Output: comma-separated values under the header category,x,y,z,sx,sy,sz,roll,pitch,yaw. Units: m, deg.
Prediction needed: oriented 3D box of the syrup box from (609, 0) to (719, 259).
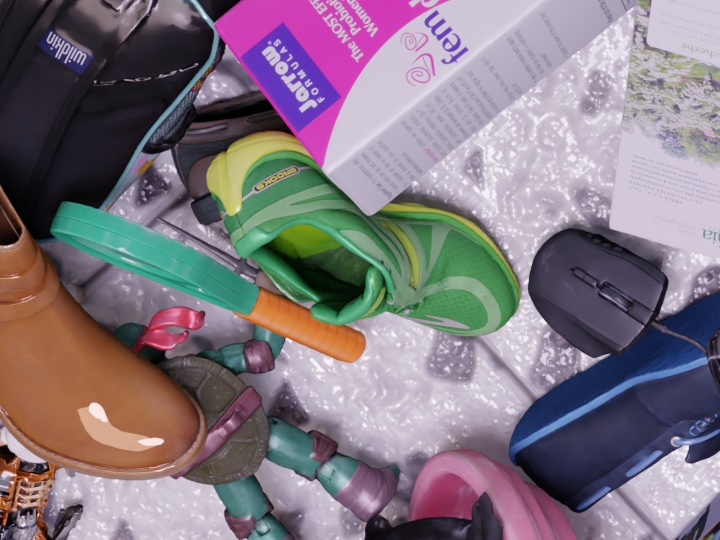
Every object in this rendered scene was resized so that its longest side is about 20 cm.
category,x,y,z,sx,sy,sz,roll,pitch,yaw
syrup box,0.178,-0.104,1.422,0.079,0.082,0.200,17,136,15

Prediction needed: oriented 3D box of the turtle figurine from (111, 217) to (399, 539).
category,x,y,z,sx,sy,sz,roll,pitch,yaw
turtle figurine,-0.080,0.079,1.592,0.150,0.101,0.200,-37,103,26

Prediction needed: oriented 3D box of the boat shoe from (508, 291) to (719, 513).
category,x,y,z,sx,sy,sz,roll,pitch,yaw
boat shoe,0.172,0.066,1.535,0.200,0.084,0.069,-28,108,39

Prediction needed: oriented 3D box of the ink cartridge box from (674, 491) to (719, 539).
category,x,y,z,sx,sy,sz,roll,pitch,yaw
ink cartridge box,0.207,0.140,1.516,0.042,0.119,0.200,39,114,-7

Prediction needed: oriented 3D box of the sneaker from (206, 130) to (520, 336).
category,x,y,z,sx,sy,sz,roll,pitch,yaw
sneaker,0.000,0.000,1.513,0.200,0.084,0.074,24,134,-35

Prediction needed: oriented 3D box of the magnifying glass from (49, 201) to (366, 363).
category,x,y,z,sx,sy,sz,roll,pitch,yaw
magnifying glass,-0.075,0.007,1.501,0.079,0.200,0.022,12,78,50

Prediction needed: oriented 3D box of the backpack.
category,x,y,z,sx,sy,sz,roll,pitch,yaw
backpack,-0.162,-0.122,1.508,0.176,0.153,0.200,32,116,-3

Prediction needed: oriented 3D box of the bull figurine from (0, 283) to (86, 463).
category,x,y,z,sx,sy,sz,roll,pitch,yaw
bull figurine,-0.222,0.031,1.597,0.200,0.121,0.065,31,115,3

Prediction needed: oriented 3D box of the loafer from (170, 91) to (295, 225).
category,x,y,z,sx,sy,sz,roll,pitch,yaw
loafer,-0.019,-0.091,1.529,0.200,0.072,0.063,-28,94,24

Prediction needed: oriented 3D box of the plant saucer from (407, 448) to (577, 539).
category,x,y,z,sx,sy,sz,roll,pitch,yaw
plant saucer,0.080,0.192,1.552,0.051,0.201,0.201,-9,110,-19

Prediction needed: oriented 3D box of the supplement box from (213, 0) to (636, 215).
category,x,y,z,sx,sy,sz,roll,pitch,yaw
supplement box,0.043,-0.134,1.430,0.200,0.103,0.101,-39,74,4

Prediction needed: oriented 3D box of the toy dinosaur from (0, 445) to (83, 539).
category,x,y,z,sx,sy,sz,roll,pitch,yaw
toy dinosaur,-0.239,0.142,1.663,0.136,0.102,0.200,32,93,-15

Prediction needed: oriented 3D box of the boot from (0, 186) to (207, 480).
category,x,y,z,sx,sy,sz,roll,pitch,yaw
boot,-0.165,0.021,1.470,0.200,0.074,0.155,27,151,10

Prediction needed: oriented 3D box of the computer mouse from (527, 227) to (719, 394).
category,x,y,z,sx,sy,sz,roll,pitch,yaw
computer mouse,0.150,0.027,1.478,0.034,0.200,0.059,36,86,-43

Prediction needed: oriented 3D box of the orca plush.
category,x,y,z,sx,sy,sz,roll,pitch,yaw
orca plush,0.015,0.183,1.531,0.200,0.071,0.105,-25,84,64
